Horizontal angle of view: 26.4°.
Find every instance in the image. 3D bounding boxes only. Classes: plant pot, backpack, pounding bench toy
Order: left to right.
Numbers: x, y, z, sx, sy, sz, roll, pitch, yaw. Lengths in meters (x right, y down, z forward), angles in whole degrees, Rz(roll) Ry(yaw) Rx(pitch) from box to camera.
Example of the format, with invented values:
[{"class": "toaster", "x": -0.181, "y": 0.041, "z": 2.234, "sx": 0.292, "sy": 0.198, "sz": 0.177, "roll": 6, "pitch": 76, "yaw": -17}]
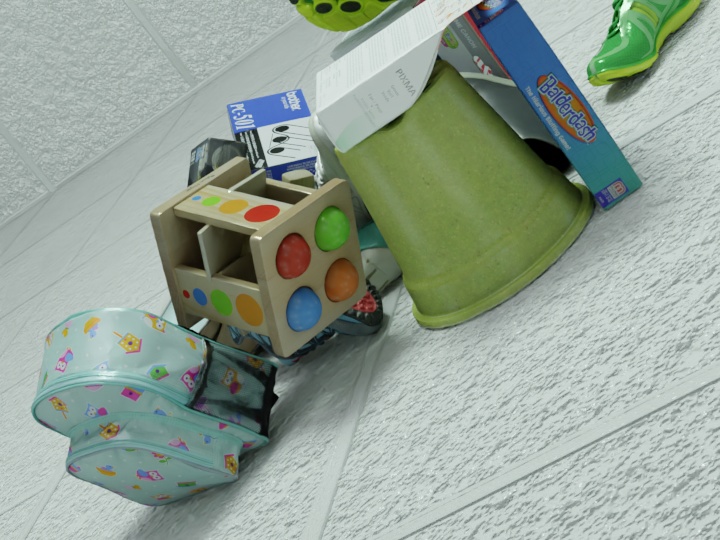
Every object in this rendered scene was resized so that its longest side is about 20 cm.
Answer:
[{"class": "backpack", "x": -0.200, "y": 0.123, "z": 1.409, "sx": 0.176, "sy": 0.200, "sz": 0.154, "roll": -22, "pitch": 43, "yaw": 43}, {"class": "pounding bench toy", "x": -0.063, "y": -0.031, "z": 1.441, "sx": 0.156, "sy": 0.125, "sz": 0.200, "roll": 13, "pitch": 36, "yaw": 37}, {"class": "plant pot", "x": 0.078, "y": -0.082, "z": 1.396, "sx": 0.200, "sy": 0.184, "sz": 0.200, "roll": -35, "pitch": 16, "yaw": 12}]

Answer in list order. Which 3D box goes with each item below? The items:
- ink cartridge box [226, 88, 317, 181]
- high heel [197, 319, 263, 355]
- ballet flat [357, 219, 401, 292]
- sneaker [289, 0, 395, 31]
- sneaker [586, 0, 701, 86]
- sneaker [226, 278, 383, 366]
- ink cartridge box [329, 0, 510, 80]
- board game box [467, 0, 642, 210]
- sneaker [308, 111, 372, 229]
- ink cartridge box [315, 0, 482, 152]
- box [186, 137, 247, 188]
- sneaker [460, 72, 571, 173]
[{"class": "ink cartridge box", "x": -0.094, "y": -0.142, "z": 1.732, "sx": 0.094, "sy": 0.044, "sz": 0.200, "roll": -13, "pitch": 29, "yaw": -4}, {"class": "high heel", "x": -0.150, "y": 0.087, "z": 1.613, "sx": 0.200, "sy": 0.071, "sz": 0.143, "roll": -48, "pitch": 3, "yaw": 32}, {"class": "ballet flat", "x": 0.000, "y": 0.000, "z": 1.586, "sx": 0.200, "sy": 0.067, "sz": 0.071, "roll": -25, "pitch": 44, "yaw": 38}, {"class": "sneaker", "x": 0.015, "y": -0.315, "z": 1.619, "sx": 0.200, "sy": 0.074, "sz": 0.084, "roll": -17, "pitch": 34, "yaw": 30}, {"class": "sneaker", "x": 0.287, "y": -0.265, "z": 1.627, "sx": 0.074, "sy": 0.084, "sz": 0.200, "roll": -17, "pitch": 27, "yaw": 51}, {"class": "sneaker", "x": -0.056, "y": 0.049, "z": 1.536, "sx": 0.200, "sy": 0.096, "sz": 0.079, "roll": 10, "pitch": 27, "yaw": 36}, {"class": "ink cartridge box", "x": 0.100, "y": -0.210, "z": 1.671, "sx": 0.175, "sy": 0.200, "sz": 0.084, "roll": -22, "pitch": 23, "yaw": 42}, {"class": "board game box", "x": 0.172, "y": -0.163, "z": 1.390, "sx": 0.045, "sy": 0.200, "sz": 0.152, "roll": -34, "pitch": 17, "yaw": 9}, {"class": "sneaker", "x": -0.017, "y": -0.093, "z": 1.550, "sx": 0.081, "sy": 0.200, "sz": 0.075, "roll": -12, "pitch": 58, "yaw": 16}, {"class": "ink cartridge box", "x": 0.051, "y": -0.194, "z": 1.357, "sx": 0.200, "sy": 0.050, "sz": 0.161, "roll": -31, "pitch": 17, "yaw": 10}, {"class": "box", "x": -0.164, "y": -0.058, "z": 1.685, "sx": 0.200, "sy": 0.049, "sz": 0.162, "roll": -173, "pitch": 91, "yaw": -78}, {"class": "sneaker", "x": 0.125, "y": -0.144, "z": 1.547, "sx": 0.199, "sy": 0.075, "sz": 0.106, "roll": 1, "pitch": 34, "yaw": 16}]
